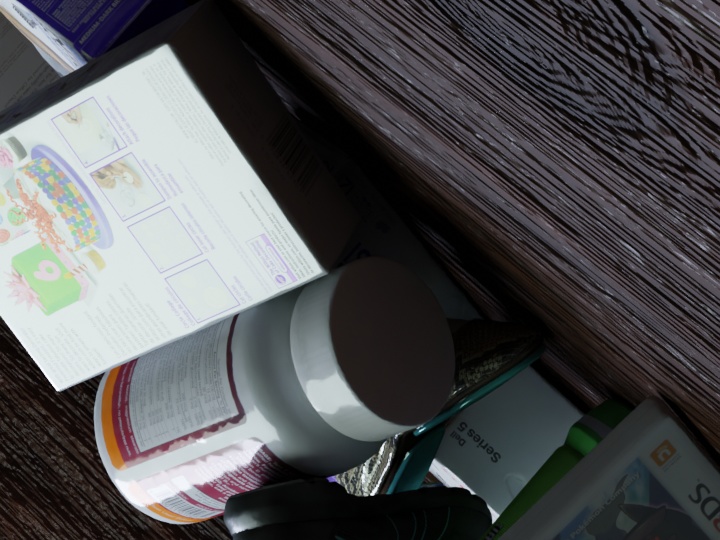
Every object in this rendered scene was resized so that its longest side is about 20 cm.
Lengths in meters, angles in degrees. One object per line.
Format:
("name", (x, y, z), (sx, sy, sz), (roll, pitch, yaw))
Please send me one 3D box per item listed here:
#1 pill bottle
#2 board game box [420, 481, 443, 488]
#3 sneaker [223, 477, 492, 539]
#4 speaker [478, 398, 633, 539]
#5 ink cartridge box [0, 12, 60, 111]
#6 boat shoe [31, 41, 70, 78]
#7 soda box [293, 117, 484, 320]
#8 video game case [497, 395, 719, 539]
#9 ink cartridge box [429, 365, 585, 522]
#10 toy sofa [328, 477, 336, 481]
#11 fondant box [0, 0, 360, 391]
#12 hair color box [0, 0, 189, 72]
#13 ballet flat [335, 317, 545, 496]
("pill bottle", (-0.048, 0.065, 1.108), (0.199, 0.110, 0.110), (-24, 121, 43))
("board game box", (0.037, 0.200, 1.437), (0.200, 0.133, 0.029), (-121, 25, -74))
("sneaker", (0.002, 0.160, 1.115), (0.075, 0.080, 0.199), (-22, 160, 39))
("speaker", (0.096, 0.167, 1.092), (0.088, 0.200, 0.088), (41, 174, 5))
("ink cartridge box", (-0.204, -0.118, 1.458), (0.200, 0.116, 0.067), (38, 173, 39))
("boat shoe", (-0.138, -0.102, 1.297), (0.199, 0.070, 0.067), (35, 134, 13))
("soda box", (0.000, 0.000, 1.186), (0.063, 0.068, 0.200), (37, 173, 42))
("video game case", (0.124, 0.185, 1.036), (0.182, 0.200, 0.023), (46, -178, -35))
("ink cartridge box", (0.119, 0.136, 1.300), (0.145, 0.084, 0.200), (41, 175, 6))
("toy sofa", (-0.006, 0.105, 1.394), (0.083, 0.098, 0.200), (45, 139, 0))
("fondant box", (-0.121, -0.035, 1.070), (0.145, 0.199, 0.058), (55, -147, -18))
("hair color box", (-0.153, -0.147, 1.170), (0.200, 0.065, 0.109), (39, 174, 44))
("ballet flat", (0.029, 0.071, 1.153), (0.075, 0.068, 0.200), (50, 140, 11))
